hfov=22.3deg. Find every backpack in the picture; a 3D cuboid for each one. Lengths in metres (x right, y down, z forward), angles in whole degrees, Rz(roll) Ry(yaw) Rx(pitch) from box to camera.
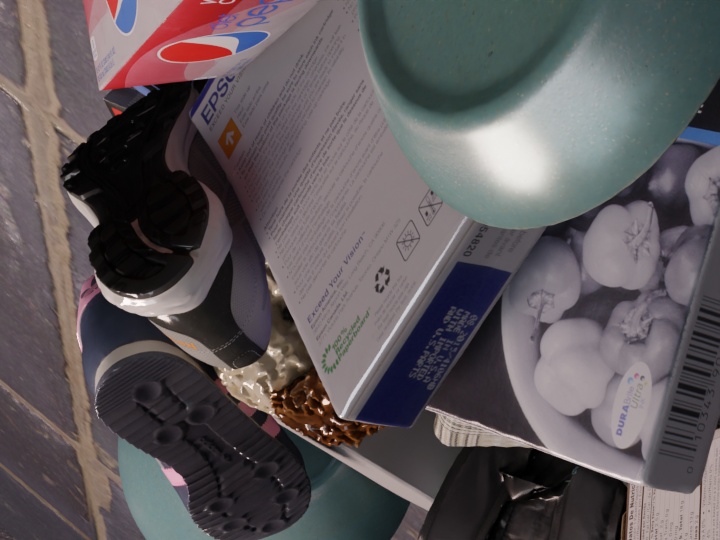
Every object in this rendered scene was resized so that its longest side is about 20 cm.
[{"bbox_3d":[0.104,0.167,0.996,0.166,0.126,0.201,20,110,26],"label":"backpack"}]

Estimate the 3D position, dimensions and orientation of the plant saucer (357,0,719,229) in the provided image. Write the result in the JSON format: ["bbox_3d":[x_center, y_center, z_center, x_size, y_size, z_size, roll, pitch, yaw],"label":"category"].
[{"bbox_3d":[0.054,-0.115,0.608,0.036,0.201,0.200,11,178,-35],"label":"plant saucer"}]

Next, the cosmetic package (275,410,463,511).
[{"bbox_3d":[0.015,0.061,1.033,0.090,0.107,0.200,18,165,45],"label":"cosmetic package"}]

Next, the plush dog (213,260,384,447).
[{"bbox_3d":[0.000,0.000,0.881,0.200,0.172,0.161,43,168,47],"label":"plush dog"}]

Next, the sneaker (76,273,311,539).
[{"bbox_3d":[-0.083,0.069,0.943,0.082,0.070,0.200,65,-178,39],"label":"sneaker"}]

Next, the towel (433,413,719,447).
[{"bbox_3d":[0.141,0.057,0.839,0.199,0.035,0.193,4,156,-5],"label":"towel"}]

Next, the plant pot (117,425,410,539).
[{"bbox_3d":[-0.055,0.103,1.146,0.200,0.200,0.135,41,167,4],"label":"plant pot"}]

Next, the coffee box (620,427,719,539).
[{"bbox_3d":[0.212,0.113,0.821,0.114,0.080,0.200,11,160,-16],"label":"coffee box"}]

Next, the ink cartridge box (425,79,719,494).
[{"bbox_3d":[0.069,-0.036,0.716,0.200,0.199,0.043,16,180,45],"label":"ink cartridge box"}]

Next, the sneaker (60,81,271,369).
[{"bbox_3d":[-0.085,-0.022,0.838,0.079,0.074,0.200,51,-169,-32],"label":"sneaker"}]

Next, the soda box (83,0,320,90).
[{"bbox_3d":[-0.053,-0.125,0.685,0.200,0.063,0.070,155,105,-68],"label":"soda box"}]

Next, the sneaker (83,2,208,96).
[{"bbox_3d":[-0.085,-0.137,0.860,0.078,0.070,0.200,37,158,26],"label":"sneaker"}]

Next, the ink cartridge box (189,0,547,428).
[{"bbox_3d":[0.018,-0.076,0.715,0.040,0.200,0.200,11,-146,-35],"label":"ink cartridge box"}]

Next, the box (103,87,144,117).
[{"bbox_3d":[-0.059,-0.042,1.126,0.200,0.040,0.137,25,151,37],"label":"box"}]
